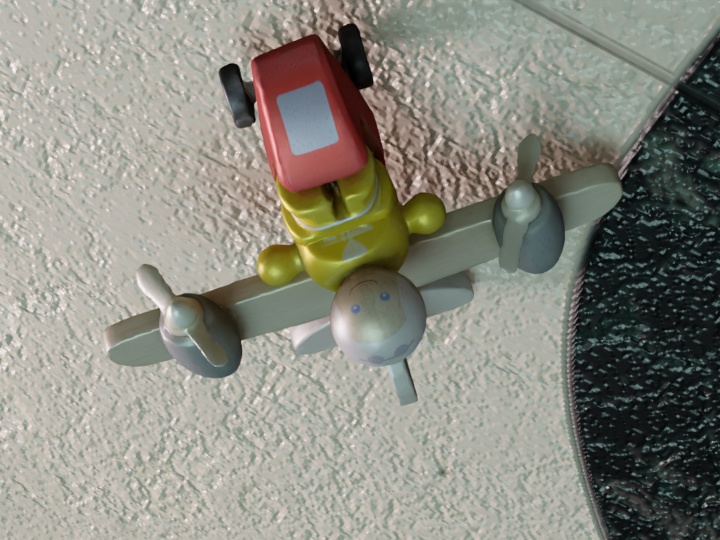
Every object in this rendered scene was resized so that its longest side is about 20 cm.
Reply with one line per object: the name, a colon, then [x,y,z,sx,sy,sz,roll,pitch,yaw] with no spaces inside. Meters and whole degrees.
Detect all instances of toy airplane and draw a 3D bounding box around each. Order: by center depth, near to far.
toy airplane: [0.000,0.000,0.899,0.198,0.142,0.201,19,123,-27]
